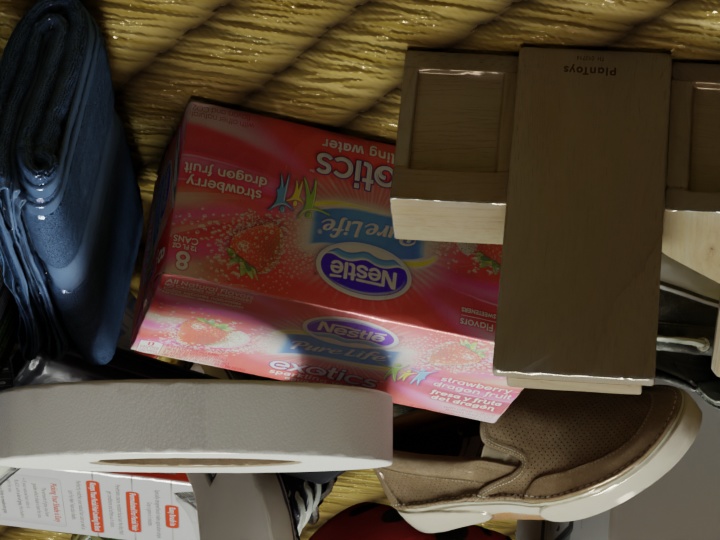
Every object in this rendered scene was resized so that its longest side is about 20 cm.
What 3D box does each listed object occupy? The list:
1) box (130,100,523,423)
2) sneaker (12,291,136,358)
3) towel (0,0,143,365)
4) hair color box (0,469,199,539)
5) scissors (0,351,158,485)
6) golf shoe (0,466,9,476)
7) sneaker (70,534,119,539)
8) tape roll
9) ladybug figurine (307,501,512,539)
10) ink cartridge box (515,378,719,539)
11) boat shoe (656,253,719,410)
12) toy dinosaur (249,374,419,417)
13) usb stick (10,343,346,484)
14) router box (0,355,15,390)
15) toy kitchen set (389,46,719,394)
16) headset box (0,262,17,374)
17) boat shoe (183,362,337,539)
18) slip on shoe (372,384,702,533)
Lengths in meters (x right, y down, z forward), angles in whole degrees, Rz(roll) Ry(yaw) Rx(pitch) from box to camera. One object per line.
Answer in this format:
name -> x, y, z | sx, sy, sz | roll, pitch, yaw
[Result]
box -> -0.007, -0.002, 1.243 | 0.199, 0.103, 0.095 | 13, 153, -11
sneaker -> -0.187, 0.044, 1.424 | 0.072, 0.072, 0.200 | 38, 147, -11
towel -> -0.145, -0.040, 1.186 | 0.048, 0.112, 0.200 | 8, 154, 7
hair color box -> -0.174, 0.122, 1.569 | 0.199, 0.064, 0.111 | 8, 152, 0
scissors -> -0.191, 0.103, 1.453 | 0.200, 0.014, 0.073 | -39, -177, 7
golf shoe -> -0.271, 0.069, 1.392 | 0.199, 0.097, 0.078 | 22, 151, 37
sneaker -> -0.140, 0.203, 1.692 | 0.077, 0.089, 0.200 | 24, 149, -31
tape roll -> -0.083, 0.079, 1.226 | 0.201, 0.037, 0.203 | 0, 173, 0
ladybug figurine -> 0.036, 0.179, 1.443 | 0.135, 0.072, 0.200 | 18, 173, -31
ink cartridge box -> 0.186, 0.150, 1.449 | 0.146, 0.147, 0.200 | 11, 154, -9
boat shoe -> 0.206, 0.049, 1.336 | 0.199, 0.064, 0.071 | 17, 152, -20
toy dinosaur -> 0.001, 0.053, 1.406 | 0.102, 0.077, 0.200 | -21, 139, 23
usb stick -> -0.094, 0.076, 1.351 | 0.199, 0.033, 0.055 | 18, 148, -21
router box -> -0.283, 0.041, 1.325 | 0.199, 0.151, 0.062 | -9, 177, 29
toy kitchen set -> 0.117, 0.012, 1.173 | 0.199, 0.164, 0.181 | 4, 153, 6
headset box -> -0.263, -0.020, 1.177 | 0.173, 0.093, 0.201 | 4, 122, 6
boat shoe -> -0.046, 0.132, 1.438 | 0.092, 0.201, 0.075 | 14, 126, -31
slip on shoe -> 0.088, 0.091, 1.328 | 0.199, 0.076, 0.061 | -14, 125, 41
